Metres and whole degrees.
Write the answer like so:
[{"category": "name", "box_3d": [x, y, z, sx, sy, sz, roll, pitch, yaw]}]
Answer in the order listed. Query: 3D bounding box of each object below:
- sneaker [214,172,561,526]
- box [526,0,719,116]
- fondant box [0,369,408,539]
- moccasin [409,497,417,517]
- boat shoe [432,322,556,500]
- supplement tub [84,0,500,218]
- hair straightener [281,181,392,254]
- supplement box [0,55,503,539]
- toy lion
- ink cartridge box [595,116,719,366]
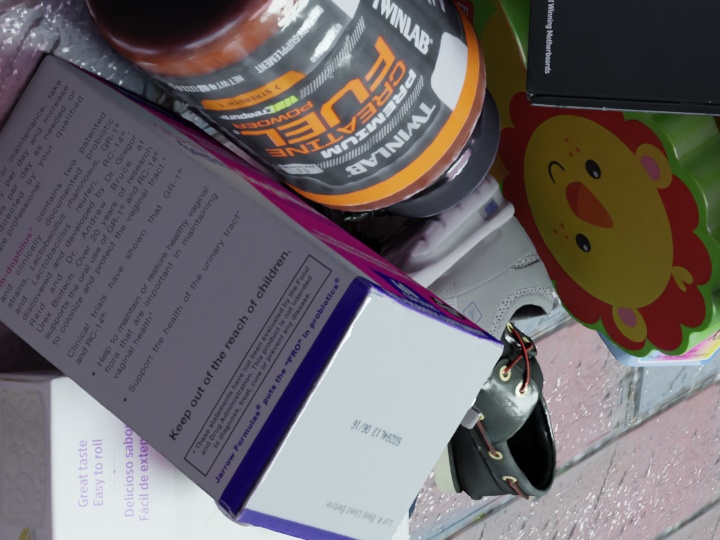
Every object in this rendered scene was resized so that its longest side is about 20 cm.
[{"category": "sneaker", "box_3d": [0.018, 0.045, 1.139, 0.200, 0.082, 0.075, -46, -172, -26]}, {"category": "box", "box_3d": [0.148, -0.161, 1.038, 0.044, 0.160, 0.200, -72, 165, -69]}, {"category": "fondant box", "box_3d": [-0.069, 0.113, 1.168, 0.200, 0.058, 0.144, -1, 91, -40]}, {"category": "moccasin", "box_3d": [-0.043, 0.164, 1.295, 0.200, 0.080, 0.068, -49, 157, -2]}, {"category": "boat shoe", "box_3d": [0.059, 0.045, 1.299, 0.201, 0.063, 0.074, 74, 24, -52]}, {"category": "supplement tub", "box_3d": [-0.017, -0.091, 1.078, 0.107, 0.107, 0.200, -54, 142, 0]}, {"category": "hair straightener", "box_3d": [0.000, 0.000, 1.234, 0.077, 0.041, 0.200, -46, 144, -11]}, {"category": "supplement box", "box_3d": [-0.060, 0.012, 1.041, 0.101, 0.200, 0.103, 23, 99, -54]}, {"category": "toy lion", "box_3d": [0.098, -0.063, 1.165, 0.069, 0.192, 0.200, -31, 138, -29]}, {"category": "ink cartridge box", "box_3d": [0.166, -0.070, 1.237, 0.076, 0.137, 0.200, 0, 139, -50]}]
